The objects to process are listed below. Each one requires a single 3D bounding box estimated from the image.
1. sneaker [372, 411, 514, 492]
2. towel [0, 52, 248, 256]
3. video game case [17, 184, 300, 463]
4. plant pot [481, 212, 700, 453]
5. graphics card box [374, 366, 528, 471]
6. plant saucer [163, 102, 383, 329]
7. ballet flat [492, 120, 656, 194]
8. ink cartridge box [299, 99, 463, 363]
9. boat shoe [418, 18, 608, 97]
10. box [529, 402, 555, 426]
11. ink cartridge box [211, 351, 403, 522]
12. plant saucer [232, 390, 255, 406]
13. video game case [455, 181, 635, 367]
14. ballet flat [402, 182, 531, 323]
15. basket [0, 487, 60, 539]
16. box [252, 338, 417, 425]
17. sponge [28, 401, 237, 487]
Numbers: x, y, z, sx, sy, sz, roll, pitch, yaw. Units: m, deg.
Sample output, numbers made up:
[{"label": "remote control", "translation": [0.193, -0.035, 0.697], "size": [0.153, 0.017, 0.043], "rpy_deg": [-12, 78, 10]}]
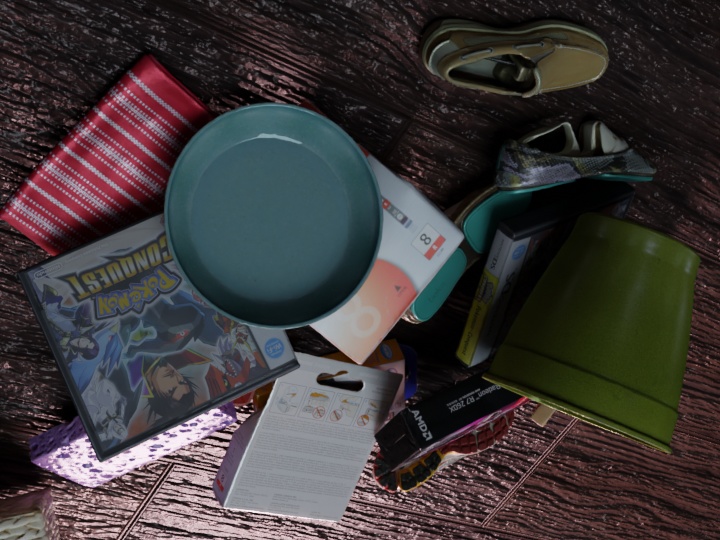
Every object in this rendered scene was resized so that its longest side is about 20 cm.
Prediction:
[{"label": "sneaker", "translation": [0.097, 0.202, 1.441], "size": [0.198, 0.079, 0.082], "rpy_deg": [-25, 173, -13]}, {"label": "towel", "translation": [-0.208, -0.082, 1.065], "size": [0.200, 0.023, 0.144], "rpy_deg": [-45, 126, 3]}, {"label": "video game case", "translation": [-0.178, 0.045, 1.058], "size": [0.198, 0.025, 0.183], "rpy_deg": [-24, 91, -14]}, {"label": "plant pot", "translation": [0.248, 0.054, 1.180], "size": [0.199, 0.199, 0.195], "rpy_deg": [25, 85, -37]}, {"label": "graphics card box", "translation": [0.121, 0.150, 1.313], "size": [0.198, 0.051, 0.126], "rpy_deg": [-22, 167, -21]}, {"label": "plant saucer", "translation": [-0.078, -0.048, 1.059], "size": [0.197, 0.203, 0.036], "rpy_deg": [-9, 176, -15]}, {"label": "ballet flat", "translation": [0.225, -0.120, 1.215], "size": [0.198, 0.072, 0.073], "rpy_deg": [-7, 131, -26]}, {"label": "ink cartridge box", "translation": [-0.023, -0.035, 1.115], "size": [0.199, 0.050, 0.163], "rpy_deg": [39, 92, -22]}, {"label": "boat shoe", "translation": [0.155, -0.190, 1.116], "size": [0.197, 0.077, 0.072], "rpy_deg": [-4, 130, -20]}, {"label": "box", "translation": [0.276, 0.077, 1.363], "size": [0.201, 0.021, 0.163], "rpy_deg": [-56, 171, 26]}, {"label": "ink cartridge box", "translation": [-0.061, 0.182, 1.329], "size": [0.160, 0.050, 0.202], "rpy_deg": [14, 105, -32]}, {"label": "plant saucer", "translation": [-0.183, 0.053, 1.211], "size": [0.197, 0.037, 0.202], "rpy_deg": [4, 126, -26]}, {"label": "video game case", "translation": [0.201, 0.003, 1.281], "size": [0.198, 0.025, 0.182], "rpy_deg": [-19, 137, -37]}, {"label": "ballet flat", "translation": [0.095, -0.032, 1.226], "size": [0.200, 0.065, 0.071], "rpy_deg": [-44, 131, -18]}, {"label": "basket", "translation": [-0.403, 0.334, 1.224], "size": [0.197, 0.198, 0.163], "rpy_deg": [-12, 88, -12]}, {"label": "box", "translation": [-0.024, 0.149, 1.358], "size": [0.197, 0.042, 0.120], "rpy_deg": [-12, 132, -10]}, {"label": "sponge", "translation": [-0.240, 0.169, 1.252], "size": [0.198, 0.030, 0.112], "rpy_deg": [-27, 145, 15]}]
